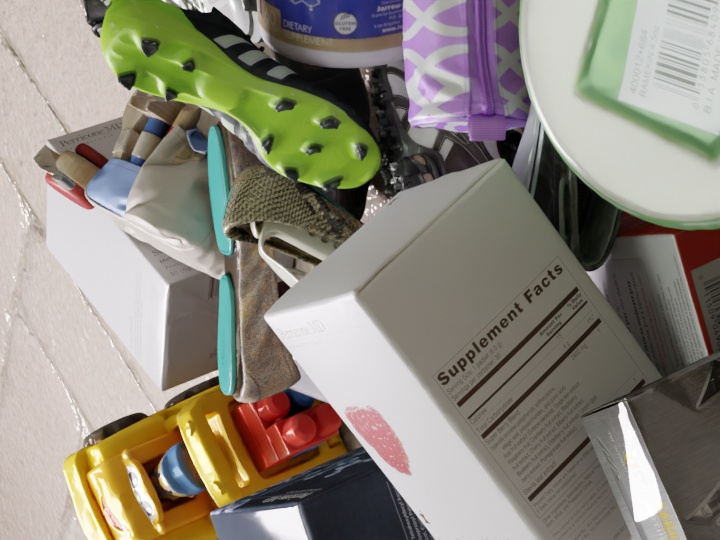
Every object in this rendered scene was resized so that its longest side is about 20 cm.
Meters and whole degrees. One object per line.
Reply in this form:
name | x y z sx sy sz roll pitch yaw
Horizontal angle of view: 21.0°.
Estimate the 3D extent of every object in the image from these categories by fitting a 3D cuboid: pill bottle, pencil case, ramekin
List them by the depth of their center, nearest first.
ramekin | 0.171 -0.115 0.920 0.200 0.098 0.201 13 111 38
pencil case | 0.064 -0.174 1.102 0.085 0.084 0.201 -166 72 -74
pill bottle | -0.008 -0.237 1.187 0.120 0.119 0.201 35 137 46

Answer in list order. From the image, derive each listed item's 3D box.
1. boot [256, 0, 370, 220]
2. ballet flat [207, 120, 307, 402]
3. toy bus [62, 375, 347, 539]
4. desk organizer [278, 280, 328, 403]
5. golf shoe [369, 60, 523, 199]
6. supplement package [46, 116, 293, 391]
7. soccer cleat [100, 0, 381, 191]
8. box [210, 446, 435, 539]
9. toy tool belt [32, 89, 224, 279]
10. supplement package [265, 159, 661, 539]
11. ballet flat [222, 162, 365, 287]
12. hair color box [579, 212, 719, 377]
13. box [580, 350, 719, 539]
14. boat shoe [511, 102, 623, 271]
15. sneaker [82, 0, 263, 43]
boot | -0.030 -0.113 1.349 0.174 0.069 0.201 89 175 -62
ballet flat | -0.069 -0.009 1.359 0.068 0.067 0.201 -147 54 -69
toy bus | -0.107 0.148 1.538 0.192 0.200 0.136 -35 78 53
desk organizer | 0.001 0.051 1.401 0.200 0.077 0.072 15 120 56
golf shoe | 0.058 -0.076 1.234 0.200 0.094 0.078 -105 6 -50
supplement package | -0.159 -0.023 1.583 0.200 0.121 0.120 46 144 35
soccer cleat | -0.069 -0.116 1.195 0.068 0.200 0.081 -45 32 30
box | 0.026 0.173 1.309 0.148 0.200 0.107 -18 93 61
toy tool belt | -0.140 -0.081 1.459 0.200 0.123 0.125 26 169 40
supplement package | 0.068 0.060 1.058 0.200 0.120 0.121 53 156 -10
ballet flat | 0.000 0.000 1.269 0.199 0.075 0.068 25 151 -2
hair color box | 0.155 0.024 1.134 0.200 0.064 0.111 -3 107 59
box | 0.221 0.133 0.992 0.048 0.158 0.201 -32 80 61
boat shoe | 0.134 -0.095 1.060 0.071 0.072 0.201 26 113 46
sneaker | -0.138 -0.190 1.402 0.200 0.115 0.076 -164 62 -72
